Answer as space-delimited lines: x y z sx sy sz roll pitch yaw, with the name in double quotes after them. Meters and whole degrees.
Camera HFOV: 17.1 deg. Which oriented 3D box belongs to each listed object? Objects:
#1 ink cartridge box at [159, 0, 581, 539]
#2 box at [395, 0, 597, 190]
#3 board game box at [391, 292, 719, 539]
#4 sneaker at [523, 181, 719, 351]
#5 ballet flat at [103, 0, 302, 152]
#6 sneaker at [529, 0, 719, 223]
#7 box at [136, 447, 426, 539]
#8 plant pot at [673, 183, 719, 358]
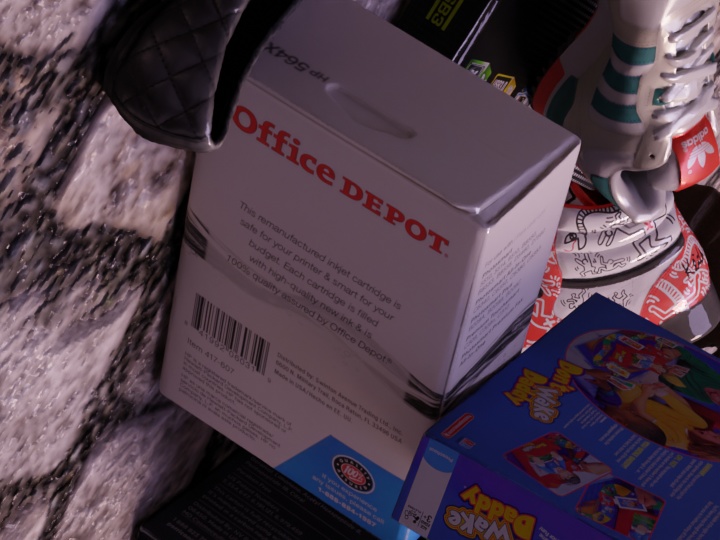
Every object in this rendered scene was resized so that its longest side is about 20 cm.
0.000 0.000 1.050 0.084 0.145 0.201 -38 153 -42 "ink cartridge box"
0.116 -0.149 1.186 0.194 0.047 0.200 -55 150 9 "box"
0.117 0.087 1.046 0.200 0.134 0.045 -32 146 -58 "board game box"
0.089 0.011 1.319 0.067 0.200 0.109 -84 152 -64 "sneaker"
-0.023 -0.123 0.955 0.200 0.057 0.067 -51 158 -18 "ballet flat"
0.144 -0.093 1.092 0.070 0.094 0.200 -24 162 -24 "sneaker"
-0.027 0.166 1.273 0.200 0.107 0.149 -37 150 -44 "box"
0.203 0.061 1.538 0.200 0.199 0.199 -47 148 -24 "plant pot"
